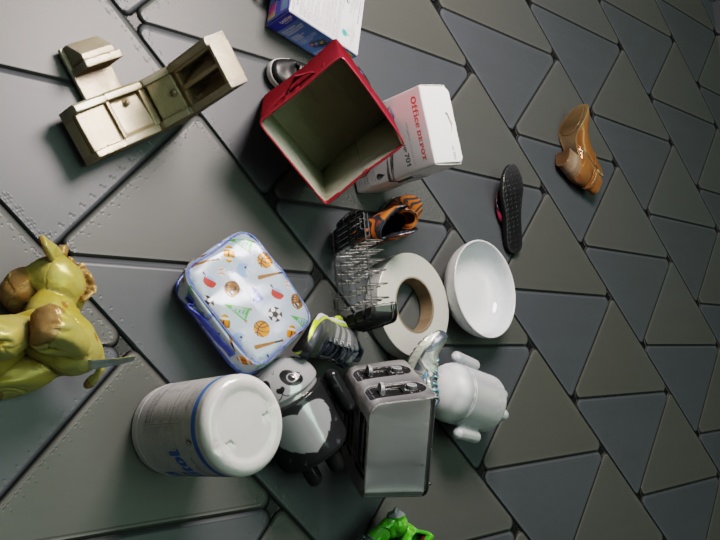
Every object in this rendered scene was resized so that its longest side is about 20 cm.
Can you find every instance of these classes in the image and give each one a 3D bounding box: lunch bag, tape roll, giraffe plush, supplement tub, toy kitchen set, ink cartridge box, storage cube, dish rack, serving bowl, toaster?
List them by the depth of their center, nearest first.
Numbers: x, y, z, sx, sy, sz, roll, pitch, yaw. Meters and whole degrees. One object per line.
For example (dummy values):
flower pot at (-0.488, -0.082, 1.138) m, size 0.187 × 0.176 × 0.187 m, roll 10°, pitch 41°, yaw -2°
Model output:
giraffe plush at (-0.396, 0.050, 1.014) m, size 0.197 × 0.173 × 0.164 m, roll 1°, pitch 58°, yaw -33°
supplement tub at (-0.212, 0.214, 1.100) m, size 0.131 × 0.199 × 0.134 m, roll 12°, pitch 71°, yaw -40°
toy kitchen set at (-0.312, -0.281, 1.137) m, size 0.200 × 0.179 × 0.165 m, roll -39°, pitch 106°, yaw -46°
lunch bag at (-0.184, 0.049, 1.230) m, size 0.201 × 0.075 × 0.160 m, roll 51°, pitch 54°, yaw -1°
toaster at (0.043, 0.262, 1.311) m, size 0.117 × 0.181 × 0.203 m, roll 0°, pitch 103°, yaw -14°
storage cube at (-0.050, -0.254, 1.340) m, size 0.201 × 0.170 × 0.180 m, roll 50°, pitch 12°, yaw -22°
dish rack at (0.000, 0.000, 1.395) m, size 0.054 × 0.153 × 0.203 m, roll -1°, pitch 79°, yaw -27°
ink cartridge box at (-0.092, -0.484, 1.469) m, size 0.199 × 0.076 × 0.139 m, roll 24°, pitch 63°, yaw -39°
ink cartridge box at (0.075, -0.239, 1.481) m, size 0.085 × 0.198 × 0.149 m, roll -10°, pitch 86°, yaw -45°
tape roll at (0.092, 0.069, 1.538) m, size 0.201 × 0.037 × 0.206 m, roll 13°, pitch 70°, yaw -41°
serving bowl at (0.236, 0.042, 1.661) m, size 0.198 × 0.065 × 0.204 m, roll 12°, pitch 72°, yaw -42°

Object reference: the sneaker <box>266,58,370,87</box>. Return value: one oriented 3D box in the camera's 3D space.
sneaker at (-0.061, -0.345, 1.440) m, size 0.198 × 0.111 × 0.074 m, roll 15°, pitch 69°, yaw -40°

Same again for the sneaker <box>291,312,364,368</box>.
sneaker at (-0.045, 0.119, 1.308) m, size 0.081 × 0.074 × 0.200 m, roll 38°, pitch 12°, yaw 15°

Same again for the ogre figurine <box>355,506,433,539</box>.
ogre figurine at (0.067, 0.492, 1.373) m, size 0.200 × 0.098 × 0.120 m, roll 44°, pitch 65°, yaw -13°

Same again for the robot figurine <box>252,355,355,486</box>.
robot figurine at (-0.097, 0.233, 1.256) m, size 0.150 × 0.124 × 0.202 m, roll -38°, pitch 106°, yaw -48°

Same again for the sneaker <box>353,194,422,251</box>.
sneaker at (0.080, -0.095, 1.513) m, size 0.199 × 0.111 × 0.078 m, roll -37°, pitch 106°, yaw -42°

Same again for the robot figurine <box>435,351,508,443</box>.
robot figurine at (0.202, 0.244, 1.548) m, size 0.198 × 0.112 × 0.172 m, roll 22°, pitch 56°, yaw -38°

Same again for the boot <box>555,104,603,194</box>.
boot at (0.580, -0.308, 2.064) m, size 0.154 × 0.076 × 0.203 m, roll 31°, pitch 63°, yaw -32°

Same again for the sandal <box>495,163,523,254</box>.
sandal at (0.331, -0.138, 1.819) m, size 0.074 × 0.045 × 0.204 m, roll -9°, pitch 100°, yaw -39°

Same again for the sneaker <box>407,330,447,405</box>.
sneaker at (0.115, 0.205, 1.454) m, size 0.202 × 0.086 × 0.078 m, roll -59°, pitch 162°, yaw -8°
